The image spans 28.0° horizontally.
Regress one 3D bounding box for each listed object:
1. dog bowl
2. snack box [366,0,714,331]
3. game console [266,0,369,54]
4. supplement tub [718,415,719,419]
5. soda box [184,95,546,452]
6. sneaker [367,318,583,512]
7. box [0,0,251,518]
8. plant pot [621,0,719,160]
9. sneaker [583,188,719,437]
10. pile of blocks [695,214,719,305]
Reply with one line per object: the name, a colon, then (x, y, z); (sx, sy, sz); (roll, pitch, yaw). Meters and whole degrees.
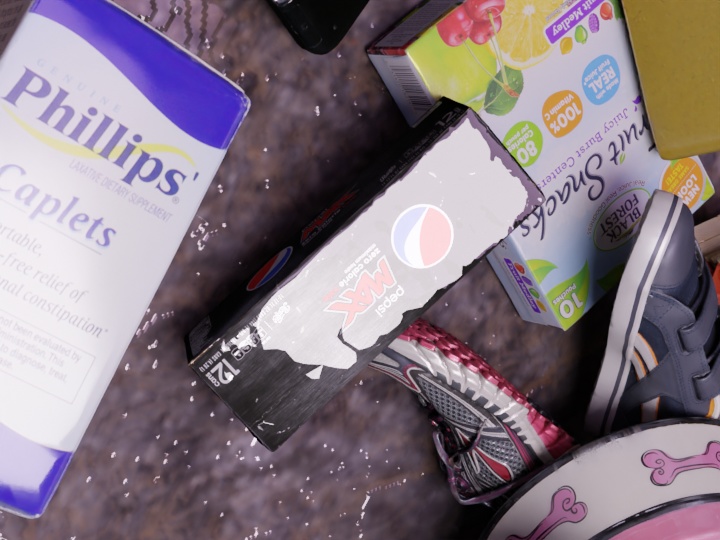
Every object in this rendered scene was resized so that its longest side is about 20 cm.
dog bowl: (0.169, 0.182, 0.859); (0.198, 0.074, 0.201); (-13, 136, -13)
snack box: (0.112, -0.088, 0.861); (0.142, 0.053, 0.201); (-39, 113, -17)
game console: (-0.037, -0.253, 0.781); (0.201, 0.116, 0.176); (-56, 147, -10)
supplement tub: (0.326, 0.081, 0.946); (0.199, 0.144, 0.145); (-30, 109, -22)
soda box: (0.000, 0.000, 0.776); (0.200, 0.063, 0.071); (-42, 106, 1)
sneaker: (0.068, 0.097, 0.849); (0.200, 0.081, 0.075); (41, 91, -23)
box: (-0.162, -0.018, 0.650); (0.104, 0.184, 0.201); (29, 83, -26)
plant pot: (0.281, -0.192, 0.826); (0.195, 0.199, 0.196); (-32, 112, -42)
sneaker: (0.185, 0.035, 0.847); (0.201, 0.079, 0.079); (89, 23, -51)
pile of blocks: (0.246, 0.020, 0.871); (0.062, 0.200, 0.083); (-23, 107, -3)
